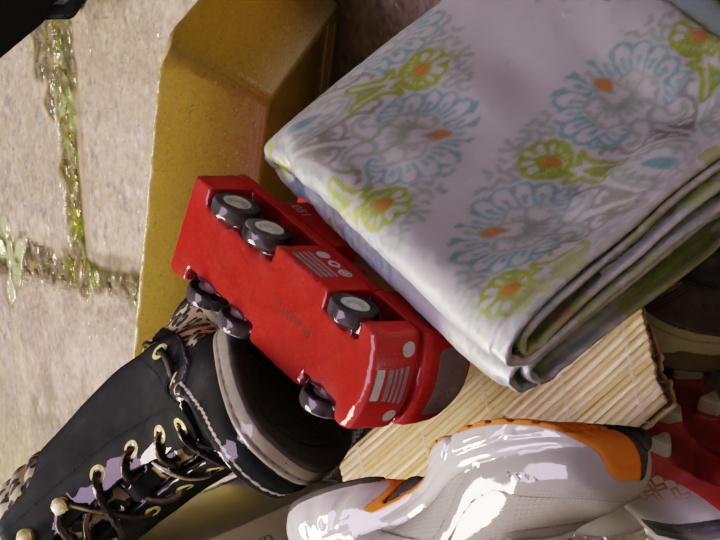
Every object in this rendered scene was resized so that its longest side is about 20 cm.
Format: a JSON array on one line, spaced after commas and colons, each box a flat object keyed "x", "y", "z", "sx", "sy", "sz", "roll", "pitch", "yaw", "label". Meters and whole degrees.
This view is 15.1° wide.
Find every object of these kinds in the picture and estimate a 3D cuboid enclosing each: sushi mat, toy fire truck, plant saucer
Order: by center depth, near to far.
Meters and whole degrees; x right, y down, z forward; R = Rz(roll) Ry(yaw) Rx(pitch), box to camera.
[{"x": 0.056, "y": 0.067, "z": 1.116, "sx": 0.200, "sy": 0.012, "sz": 0.096, "roll": -44, "pitch": 42, "yaw": 38, "label": "sushi mat"}, {"x": 0.000, "y": 0.000, "z": 1.153, "sx": 0.200, "sy": 0.141, "sz": 0.049, "roll": 40, "pitch": 121, "yaw": 44, "label": "toy fire truck"}, {"x": -0.056, "y": -0.050, "z": 1.340, "sx": 0.200, "sy": 0.048, "sz": 0.200, "roll": -62, "pitch": -18, "yaw": -62, "label": "plant saucer"}]

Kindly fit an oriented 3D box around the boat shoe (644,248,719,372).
[{"x": 0.096, "y": -0.037, "z": 1.142, "sx": 0.201, "sy": 0.072, "sz": 0.066, "roll": 45, "pitch": 126, "yaw": 37, "label": "boat shoe"}]

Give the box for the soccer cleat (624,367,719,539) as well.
[{"x": 0.142, "y": 0.099, "z": 1.087, "sx": 0.200, "sy": 0.069, "sz": 0.085, "roll": 33, "pitch": 133, "yaw": 40, "label": "soccer cleat"}]

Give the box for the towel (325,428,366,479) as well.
[{"x": -0.078, "y": 0.157, "z": 1.441, "sx": 0.024, "sy": 0.145, "sz": 0.200, "roll": 40, "pitch": 145, "yaw": -6, "label": "towel"}]

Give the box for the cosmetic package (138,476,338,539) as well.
[{"x": -0.043, "y": 0.205, "z": 1.280, "sx": 0.087, "sy": 0.103, "sz": 0.200, "roll": -1, "pitch": 108, "yaw": 58, "label": "cosmetic package"}]

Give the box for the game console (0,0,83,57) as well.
[{"x": -0.199, "y": -0.227, "z": 1.559, "sx": 0.176, "sy": 0.116, "sz": 0.200, "roll": 65, "pitch": 146, "yaw": 27, "label": "game console"}]

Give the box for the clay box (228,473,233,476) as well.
[{"x": -0.042, "y": 0.063, "z": 1.354, "sx": 0.048, "sy": 0.115, "sz": 0.200, "roll": 62, "pitch": 149, "yaw": 0, "label": "clay box"}]

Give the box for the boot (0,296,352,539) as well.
[{"x": -0.085, "y": 0.087, "z": 1.179, "sx": 0.154, "sy": 0.073, "sz": 0.204, "roll": -45, "pitch": 19, "yaw": 7, "label": "boot"}]

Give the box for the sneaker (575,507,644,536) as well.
[{"x": 0.072, "y": 0.029, "z": 1.191, "sx": 0.200, "sy": 0.076, "sz": 0.105, "roll": 47, "pitch": 135, "yaw": 47, "label": "sneaker"}]

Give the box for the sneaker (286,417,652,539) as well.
[{"x": 0.046, "y": 0.116, "z": 1.044, "sx": 0.200, "sy": 0.076, "sz": 0.092, "roll": -31, "pitch": 59, "yaw": 52, "label": "sneaker"}]

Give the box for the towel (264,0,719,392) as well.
[{"x": 0.073, "y": -0.054, "z": 1.080, "sx": 0.200, "sy": 0.171, "sz": 0.048, "roll": 44, "pitch": 166, "yaw": 48, "label": "towel"}]
